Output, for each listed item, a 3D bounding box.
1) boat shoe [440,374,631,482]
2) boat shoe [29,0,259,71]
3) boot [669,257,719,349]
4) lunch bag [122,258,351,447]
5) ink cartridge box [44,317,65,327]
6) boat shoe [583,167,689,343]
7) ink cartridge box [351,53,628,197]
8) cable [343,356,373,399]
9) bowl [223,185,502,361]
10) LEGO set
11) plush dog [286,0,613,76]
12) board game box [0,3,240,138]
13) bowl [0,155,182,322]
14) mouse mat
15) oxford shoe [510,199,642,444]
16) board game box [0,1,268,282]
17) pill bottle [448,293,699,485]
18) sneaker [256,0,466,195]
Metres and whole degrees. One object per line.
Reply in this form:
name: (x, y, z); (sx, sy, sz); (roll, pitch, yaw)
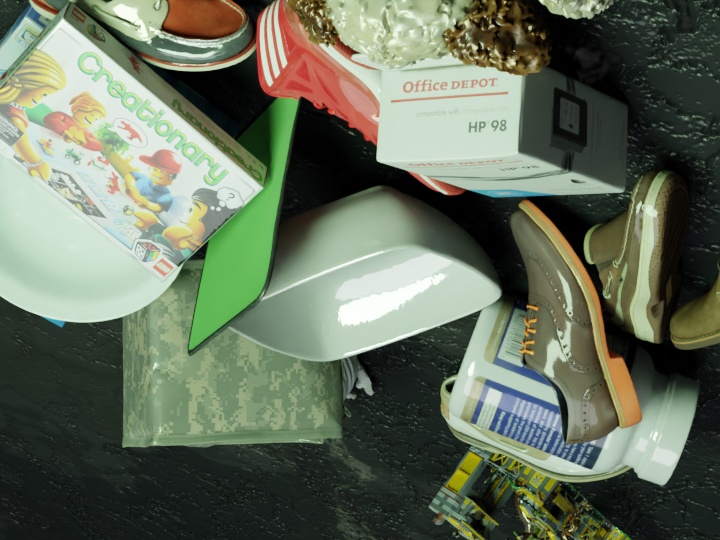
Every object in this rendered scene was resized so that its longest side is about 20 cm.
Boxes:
boat shoe: (0.164, 0.144, 1.511); (0.198, 0.075, 0.069); (8, 152, 26)
boat shoe: (-0.169, -0.207, 1.214); (0.198, 0.072, 0.063); (20, 147, 15)
boot: (0.296, -0.001, 1.224); (0.076, 0.074, 0.200); (49, 141, -5)
lunch bag: (-0.107, 0.073, 1.442); (0.198, 0.166, 0.117); (1, 173, -24)
ink cartridge box: (-0.345, -0.049, 1.559); (0.199, 0.085, 0.146); (28, 149, -8)
boat shoe: (0.206, -0.011, 1.250); (0.074, 0.075, 0.203); (19, 150, 19)
ink cartridge box: (0.089, -0.099, 1.110); (0.115, 0.068, 0.199); (0, 173, 36)
cable: (-0.100, 0.079, 1.600); (0.198, 0.070, 0.201); (9, 146, 23)
bowl: (0.000, 0.000, 1.331); (0.198, 0.075, 0.200); (-20, 156, 23)
LEGO set: (0.164, 0.259, 1.610); (0.153, 0.116, 0.200); (28, 167, 48)
plush dog: (0.047, -0.195, 0.977); (0.198, 0.173, 0.161); (10, 147, 23)
board game box: (-0.233, -0.131, 1.394); (0.199, 0.044, 0.199); (35, 146, -18)
bowl: (-0.233, -0.065, 1.334); (0.198, 0.091, 0.203); (2, 123, 3)
mouse mat: (-0.091, -0.043, 1.284); (0.007, 0.202, 0.161); (20, 153, -21)
oxford shoe: (0.156, 0.043, 1.289); (0.071, 0.072, 0.202); (-174, 60, -87)
board game box: (-0.185, -0.094, 1.238); (0.200, 0.035, 0.126); (39, 118, -20)
pill bottle: (0.185, 0.105, 1.398); (0.198, 0.116, 0.116); (21, 149, 5)
sneaker: (0.001, -0.135, 1.217); (0.115, 0.078, 0.201); (-7, 126, 53)
